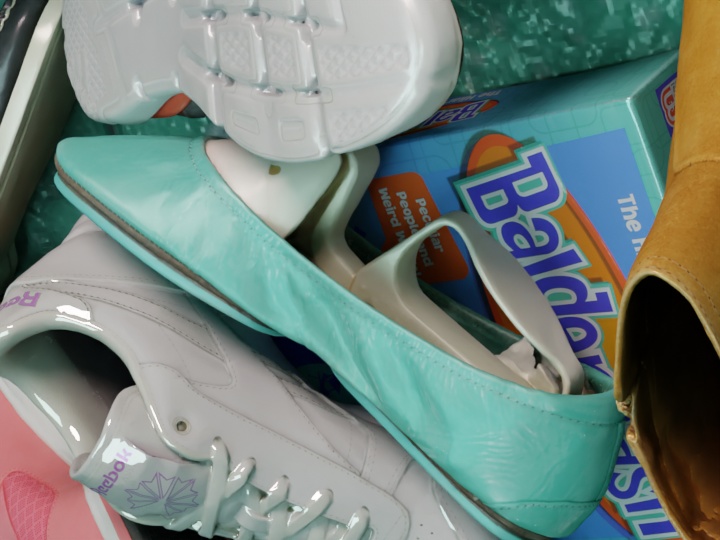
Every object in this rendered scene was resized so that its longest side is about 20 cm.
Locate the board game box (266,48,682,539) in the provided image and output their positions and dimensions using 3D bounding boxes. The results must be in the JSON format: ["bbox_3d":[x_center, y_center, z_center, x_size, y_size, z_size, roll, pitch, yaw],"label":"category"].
[{"bbox_3d":[0.035,0.021,0.907,0.200,0.045,0.152,-10,108,36],"label":"board game box"}]

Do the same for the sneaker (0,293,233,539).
[{"bbox_3d":[-0.092,0.092,0.955,0.087,0.074,0.200,-55,39,12],"label":"sneaker"}]

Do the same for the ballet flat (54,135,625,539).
[{"bbox_3d":[0.000,0.000,0.856,0.200,0.067,0.070,37,107,10],"label":"ballet flat"}]

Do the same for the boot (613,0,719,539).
[{"bbox_3d":[0.108,-0.034,0.766,0.071,0.144,0.201,-2,113,33],"label":"boot"}]

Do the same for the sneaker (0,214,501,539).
[{"bbox_3d":[-0.036,0.067,0.884,0.200,0.100,0.075,38,128,9],"label":"sneaker"}]

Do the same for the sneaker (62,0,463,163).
[{"bbox_3d":[-0.016,-0.077,0.840,0.200,0.082,0.077,15,107,57],"label":"sneaker"}]

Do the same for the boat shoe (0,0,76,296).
[{"bbox_3d":[-0.147,-0.033,0.978,0.066,0.075,0.199,28,137,3],"label":"boat shoe"}]
